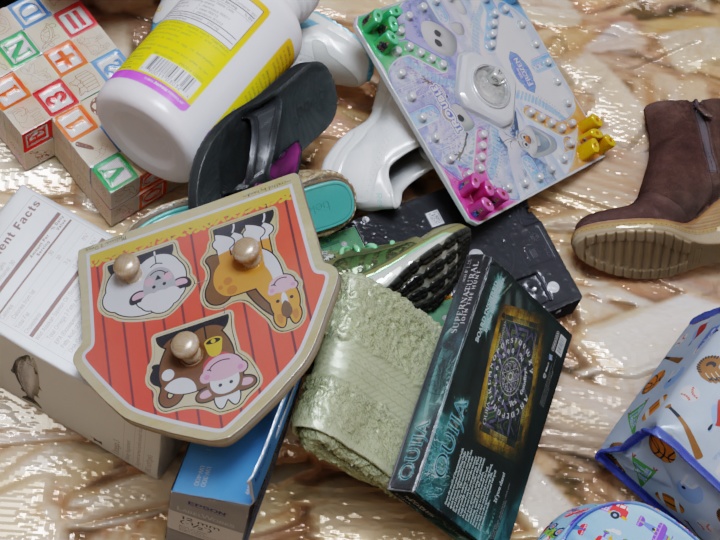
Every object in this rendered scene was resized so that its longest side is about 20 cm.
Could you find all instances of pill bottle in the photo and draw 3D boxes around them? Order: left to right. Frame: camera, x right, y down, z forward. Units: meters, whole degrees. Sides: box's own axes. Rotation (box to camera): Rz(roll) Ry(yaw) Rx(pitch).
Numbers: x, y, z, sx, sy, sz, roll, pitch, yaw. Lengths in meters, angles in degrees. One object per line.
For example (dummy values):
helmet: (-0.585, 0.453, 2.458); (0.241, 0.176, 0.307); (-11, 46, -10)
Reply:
pill bottle: (-0.117, -0.173, 1.243); (0.104, 0.104, 0.200); (33, 64, 8)

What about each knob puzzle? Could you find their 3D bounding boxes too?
knob puzzle: (-0.110, 0.031, 1.063); (0.219, 0.030, 0.220); (-9, 54, 12)

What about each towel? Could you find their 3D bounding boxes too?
towel: (0.035, 0.100, 1.173); (0.200, 0.036, 0.149); (36, 61, -38)

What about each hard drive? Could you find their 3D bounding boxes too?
hard drive: (0.067, 0.005, 1.289); (0.200, 0.038, 0.140); (-20, 69, -19)

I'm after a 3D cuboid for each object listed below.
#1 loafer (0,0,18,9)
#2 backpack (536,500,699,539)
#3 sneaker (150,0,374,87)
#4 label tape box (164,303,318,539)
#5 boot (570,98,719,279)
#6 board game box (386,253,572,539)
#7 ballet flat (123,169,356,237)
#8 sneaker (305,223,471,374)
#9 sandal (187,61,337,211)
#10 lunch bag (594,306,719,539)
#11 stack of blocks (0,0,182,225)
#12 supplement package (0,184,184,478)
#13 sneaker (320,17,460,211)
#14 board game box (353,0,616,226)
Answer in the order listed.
loafer: (-0.339, -0.244, 1.297); (0.067, 0.076, 0.200); (52, 36, 1)
backpack: (0.194, 0.260, 1.131); (0.182, 0.135, 0.200); (36, 61, 8)
sneaker: (-0.087, -0.191, 1.347); (0.200, 0.077, 0.081); (17, 69, 7)
label tape box: (-0.088, 0.116, 1.117); (0.066, 0.200, 0.143); (18, 62, 2)
boot: (0.269, -0.078, 1.360); (0.200, 0.072, 0.167); (-3, 52, -9)
board game box: (0.096, 0.106, 1.190); (0.028, 0.135, 0.200); (0, 60, 40)
ballet flat: (-0.102, -0.037, 1.246); (0.200, 0.065, 0.071); (-12, 104, -19)
sneaker: (0.000, 0.000, 1.227); (0.200, 0.077, 0.089); (-26, 53, -25)
sandal: (-0.068, -0.101, 1.198); (0.048, 0.075, 0.200); (3, 41, 36)
lunch bag: (0.322, 0.144, 1.219); (0.200, 0.124, 0.170); (44, 65, -2)
stack of blocks: (-0.244, -0.137, 1.297); (0.115, 0.059, 0.200); (-34, 73, -22)
supplement package: (-0.207, 0.048, 1.178); (0.200, 0.117, 0.117); (29, 63, 6)
sneaker: (0.051, -0.130, 1.320); (0.088, 0.075, 0.200); (16, 67, 37)
board game box: (0.113, -0.159, 1.321); (0.200, 0.026, 0.200); (-28, 87, -42)
